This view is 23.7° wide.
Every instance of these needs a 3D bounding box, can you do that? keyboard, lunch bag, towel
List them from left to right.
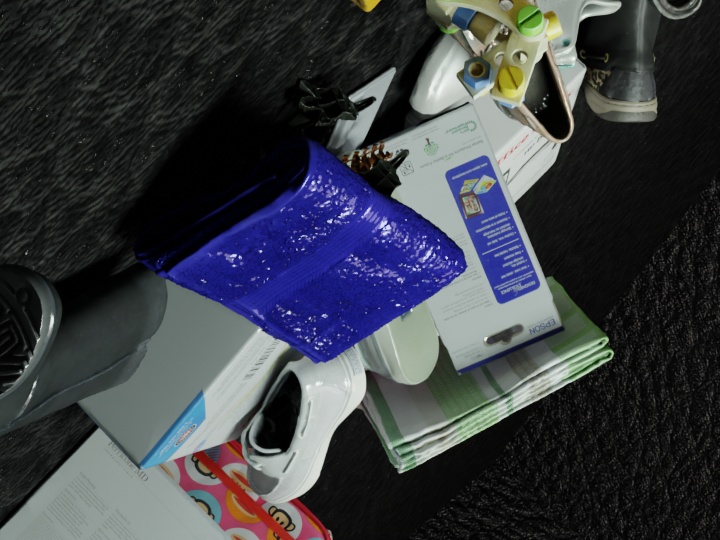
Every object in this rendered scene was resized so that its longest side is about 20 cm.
[{"bbox_3d":[-0.127,0.225,1.498,0.176,0.200,0.082,-42,168,-33],"label":"lunch bag"},{"bbox_3d":[-0.034,-0.005,1.140,0.147,0.050,0.200,-28,147,24],"label":"towel"},{"bbox_3d":[-0.019,-0.084,1.362,0.056,0.011,0.200,-44,168,-38],"label":"keyboard"},{"bbox_3d":[0.094,0.077,1.415,0.199,0.031,0.149,-29,-152,-2],"label":"towel"}]

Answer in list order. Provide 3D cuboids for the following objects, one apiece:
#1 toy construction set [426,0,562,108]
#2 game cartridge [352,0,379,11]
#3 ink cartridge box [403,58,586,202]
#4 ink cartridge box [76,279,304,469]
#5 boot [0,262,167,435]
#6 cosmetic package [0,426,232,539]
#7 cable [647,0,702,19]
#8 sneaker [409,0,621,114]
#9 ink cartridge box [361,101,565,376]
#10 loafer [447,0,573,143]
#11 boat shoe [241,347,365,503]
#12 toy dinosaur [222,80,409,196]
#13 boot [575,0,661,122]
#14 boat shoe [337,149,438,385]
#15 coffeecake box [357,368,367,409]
[{"bbox_3d":[0.120,-0.209,1.158,0.200,0.131,0.092,-42,165,-20],"label":"toy construction set"},{"bbox_3d":[0.054,-0.264,1.022,0.200,0.032,0.176,-48,167,-8],"label":"game cartridge"},{"bbox_3d":[0.111,-0.116,1.515,0.146,0.084,0.200,-44,168,-14],"label":"ink cartridge box"},{"bbox_3d":[-0.112,0.063,1.320,0.145,0.085,0.200,-50,167,12],"label":"ink cartridge box"},{"bbox_3d":[-0.180,0.036,1.058,0.165,0.066,0.200,-46,167,32],"label":"boot"},{"bbox_3d":[-0.182,0.241,1.364,0.151,0.200,0.052,-46,168,-4],"label":"cosmetic package"},{"bbox_3d":[0.216,-0.261,1.327,0.097,0.050,0.201,-36,127,-10],"label":"cable"},{"bbox_3d":[0.127,-0.181,1.367,0.200,0.088,0.075,-43,168,-18],"label":"sneaker"},{"bbox_3d":[0.083,-0.026,1.388,0.099,0.201,0.039,-22,-173,1],"label":"ink cartridge box"},{"bbox_3d":[0.114,-0.166,1.268,0.072,0.063,0.200,-39,143,0],"label":"loafer"},{"bbox_3d":[-0.060,0.129,1.368,0.068,0.072,0.200,-13,157,-33],"label":"boat shoe"},{"bbox_3d":[-0.043,-0.064,1.221,0.136,0.102,0.200,-39,-166,40],"label":"toy dinosaur"},{"bbox_3d":[0.215,-0.229,1.488,0.200,0.073,0.152,-105,-165,-62],"label":"boot"},{"bbox_3d":[0.001,0.000,1.361,0.070,0.071,0.202,-37,119,-40],"label":"boat shoe"},{"bbox_3d":[0.049,0.043,1.627,0.200,0.153,0.073,-41,122,-27],"label":"coffeecake box"}]
